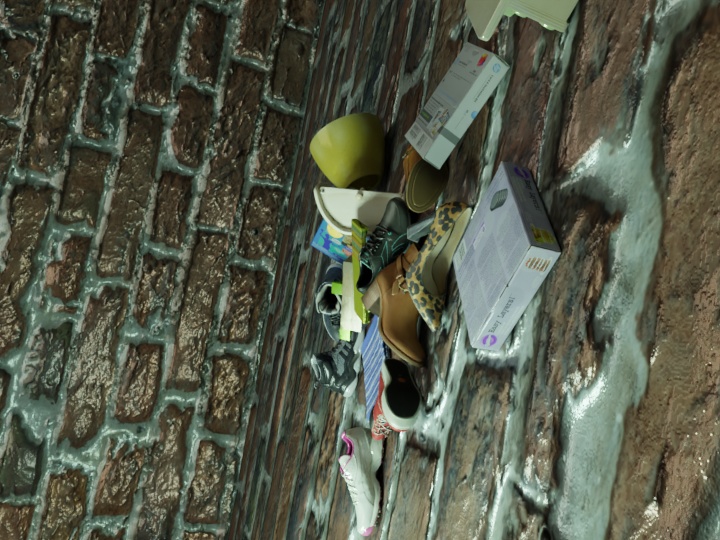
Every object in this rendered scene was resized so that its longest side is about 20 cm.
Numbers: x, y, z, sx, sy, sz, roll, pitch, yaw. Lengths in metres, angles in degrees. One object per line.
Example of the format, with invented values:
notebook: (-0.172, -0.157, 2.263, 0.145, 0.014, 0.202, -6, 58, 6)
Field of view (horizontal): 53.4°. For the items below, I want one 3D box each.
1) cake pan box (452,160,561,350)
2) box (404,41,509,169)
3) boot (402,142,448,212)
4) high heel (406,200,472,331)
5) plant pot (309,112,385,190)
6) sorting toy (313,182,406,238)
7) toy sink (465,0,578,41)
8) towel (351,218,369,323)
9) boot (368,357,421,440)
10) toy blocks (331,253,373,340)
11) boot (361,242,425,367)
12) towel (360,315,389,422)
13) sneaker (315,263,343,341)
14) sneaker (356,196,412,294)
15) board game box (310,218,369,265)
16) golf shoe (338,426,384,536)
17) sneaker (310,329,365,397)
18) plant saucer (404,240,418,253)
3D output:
cake pan box: (0.195, -0.017, 1.010, 0.187, 0.051, 0.203, -93, 20, -50)
box: (0.162, -0.290, 1.245, 0.202, 0.041, 0.157, -57, 21, 15)
boot: (0.117, -0.192, 1.409, 0.205, 0.072, 0.154, -71, 13, -16)
high heel: (0.144, -0.011, 1.208, 0.141, 0.070, 0.206, -27, 64, 45)
plant pot: (-0.014, -0.275, 1.801, 0.145, 0.195, 0.201, 69, 154, 18)
sorting toy: (0.016, -0.145, 1.558, 0.180, 0.194, 0.110, -56, -30, -64)
toy sink: (0.246, -0.416, 0.991, 0.132, 0.109, 0.202, -96, 27, -49)
towel: (0.000, 0.000, 1.470, 0.086, 0.018, 0.206, -129, 36, -68)
boot: (0.056, 0.270, 1.302, 0.201, 0.070, 0.148, -96, 21, -71)
toy blocks: (0.003, 0.038, 1.595, 0.137, 0.097, 0.206, -42, -42, -65)
boot: (0.098, 0.061, 1.308, 0.155, 0.076, 0.202, -46, 47, 15)
towel: (0.030, 0.200, 1.540, 0.203, 0.023, 0.147, -94, 20, -46)
sneaker: (-0.066, 0.106, 1.757, 0.147, 0.075, 0.208, -78, -15, -68)
sneaker: (0.044, -0.042, 1.390, 0.075, 0.078, 0.206, 25, 106, 52)
board game box: (-0.025, -0.084, 1.706, 0.046, 0.150, 0.200, -60, 4, -32)
golf shoe: (-0.004, 0.404, 1.388, 0.075, 0.089, 0.205, 132, 145, -60)
sneaker: (-0.055, 0.190, 1.695, 0.075, 0.111, 0.206, 153, 127, -71)
plant saucer: (0.081, 0.003, 1.465, 0.200, 0.035, 0.206, -169, 89, -75)
